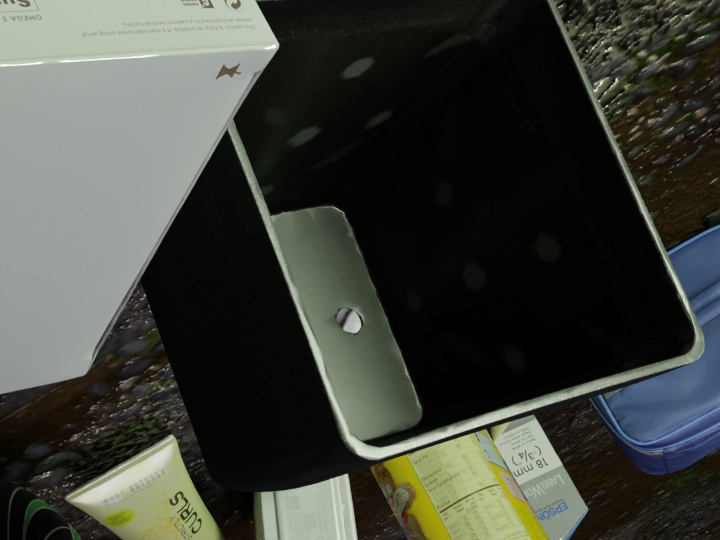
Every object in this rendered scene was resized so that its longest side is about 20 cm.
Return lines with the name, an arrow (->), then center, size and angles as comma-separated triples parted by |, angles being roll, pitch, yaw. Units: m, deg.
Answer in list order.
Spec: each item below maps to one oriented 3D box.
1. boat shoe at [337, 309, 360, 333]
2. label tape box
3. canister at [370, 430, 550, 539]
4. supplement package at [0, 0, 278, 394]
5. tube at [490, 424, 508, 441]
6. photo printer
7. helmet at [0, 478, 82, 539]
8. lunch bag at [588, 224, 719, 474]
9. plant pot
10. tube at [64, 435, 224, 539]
boat shoe -> -0.006, 0.054, 0.954 | 0.072, 0.069, 0.200 | -13, 152, -33
label tape box -> 0.127, 0.201, 1.245 | 0.063, 0.201, 0.145 | -21, 156, -18
canister -> 0.069, 0.162, 1.098 | 0.086, 0.201, 0.148 | -33, 157, 7
supplement package -> -0.150, -0.046, 0.526 | 0.155, 0.111, 0.200 | -10, 150, -38
tube -> 0.114, 0.058, 1.122 | 0.058, 0.052, 0.200 | -29, 157, -14
photo printer -> -0.042, 0.221, 1.142 | 0.069, 0.168, 0.200 | -5, 154, -7
helmet -> -0.229, 0.209, 0.862 | 0.198, 0.191, 0.201 | -7, 119, -13
lunch bag -> 0.268, 0.058, 1.196 | 0.199, 0.136, 0.132 | -32, 157, 5
plant pot -> 0.000, 0.000, 0.713 | 0.199, 0.201, 0.177 | -12, 163, -36
tube -> -0.138, 0.167, 1.047 | 0.200, 0.052, 0.058 | 73, 35, -62
